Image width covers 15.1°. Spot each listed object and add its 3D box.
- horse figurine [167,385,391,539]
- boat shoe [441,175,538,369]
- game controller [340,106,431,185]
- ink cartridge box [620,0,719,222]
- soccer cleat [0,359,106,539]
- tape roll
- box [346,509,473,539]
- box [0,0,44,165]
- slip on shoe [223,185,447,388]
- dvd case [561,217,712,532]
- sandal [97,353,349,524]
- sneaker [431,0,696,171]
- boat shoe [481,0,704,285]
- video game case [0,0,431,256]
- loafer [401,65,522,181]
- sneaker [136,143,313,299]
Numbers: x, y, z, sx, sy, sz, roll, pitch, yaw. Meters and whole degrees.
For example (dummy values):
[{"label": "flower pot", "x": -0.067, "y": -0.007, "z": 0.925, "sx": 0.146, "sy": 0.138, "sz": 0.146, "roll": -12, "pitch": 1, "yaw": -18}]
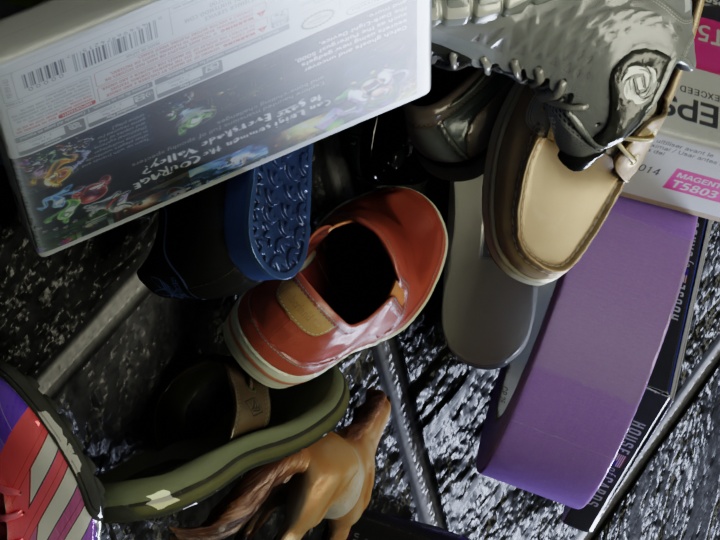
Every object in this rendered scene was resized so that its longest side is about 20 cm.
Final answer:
[{"label": "horse figurine", "x": -0.033, "y": 0.123, "z": 1.440, "sx": 0.133, "sy": 0.050, "sz": 0.200, "roll": -60, "pitch": 163, "yaw": 4}, {"label": "boat shoe", "x": 0.085, "y": -0.042, "z": 1.559, "sx": 0.069, "sy": 0.072, "sz": 0.200, "roll": 93, "pitch": 0, "yaw": -86}, {"label": "game controller", "x": 0.037, "y": -0.144, "z": 1.453, "sx": 0.104, "sy": 0.042, "sz": 0.200, "roll": 0, "pitch": 105, "yaw": -57}, {"label": "ink cartridge box", "x": 0.188, "y": -0.117, "z": 1.514, "sx": 0.075, "sy": 0.200, "sz": 0.165, "roll": 124, "pitch": -24, "yaw": -56}, {"label": "soccer cleat", "x": -0.158, "y": 0.130, "z": 1.262, "sx": 0.073, "sy": 0.068, "sz": 0.200, "roll": -33, "pitch": 131, "yaw": -27}, {"label": "tape roll", "x": 0.130, "y": 0.033, "z": 1.570, "sx": 0.200, "sy": 0.066, "sz": 0.200, "roll": -159, "pitch": -90, "yaw": -89}, {"label": "box", "x": 0.079, "y": 0.216, "z": 1.539, "sx": 0.122, "sy": 0.200, "sz": 0.106, "roll": 20, "pitch": 87, "yaw": -58}, {"label": "box", "x": -0.131, "y": -0.141, "z": 1.187, "sx": 0.122, "sy": 0.048, "sz": 0.200, "roll": 10, "pitch": 95, "yaw": -58}, {"label": "slip on shoe", "x": 0.000, "y": 0.000, "z": 1.408, "sx": 0.061, "sy": 0.074, "sz": 0.200, "roll": -43, "pitch": 176, "yaw": 32}, {"label": "dvd case", "x": 0.172, "y": 0.041, "z": 1.655, "sx": 0.150, "sy": 0.025, "sz": 0.200, "roll": 113, "pitch": -3, "yaw": -49}, {"label": "sandal", "x": -0.072, "y": 0.073, "z": 1.355, "sx": 0.201, "sy": 0.080, "sz": 0.057, "roll": -26, "pitch": 99, "yaw": -57}, {"label": "sneaker", "x": 0.073, "y": -0.096, "z": 1.309, "sx": 0.200, "sy": 0.075, "sz": 0.116, "roll": -14, "pitch": 108, "yaw": -6}, {"label": "boat shoe", "x": 0.122, "y": -0.088, "z": 1.390, "sx": 0.074, "sy": 0.069, "sz": 0.200, "roll": 24, "pitch": 80, "yaw": -24}, {"label": "video game case", "x": -0.062, "y": -0.089, "z": 1.170, "sx": 0.200, "sy": 0.023, "sz": 0.182, "roll": -24, "pitch": 157, "yaw": -10}, {"label": "loafer", "x": 0.079, "y": -0.144, "z": 1.430, "sx": 0.200, "sy": 0.072, "sz": 0.063, "roll": -66, "pitch": 148, "yaw": -18}, {"label": "sneaker", "x": -0.060, "y": -0.074, "z": 1.317, "sx": 0.070, "sy": 0.078, "sz": 0.200, "roll": 47, "pitch": 42, "yaw": -40}]
